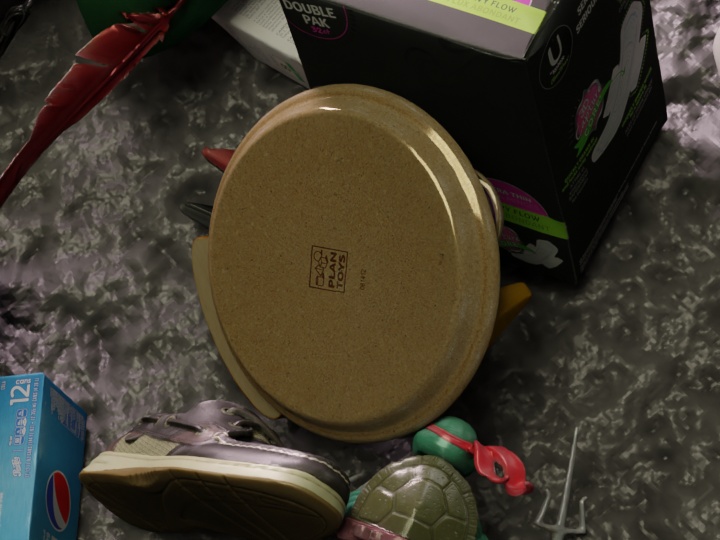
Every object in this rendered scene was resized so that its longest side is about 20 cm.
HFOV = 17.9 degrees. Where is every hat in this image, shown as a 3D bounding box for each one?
[{"bbox_3d":[-0.117,-0.132,1.338,0.200,0.166,0.176,-3,102,0],"label":"hat"}]

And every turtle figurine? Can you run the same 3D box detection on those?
[{"bbox_3d":[0.023,0.146,1.166,0.150,0.101,0.200,22,79,25],"label":"turtle figurine"}]

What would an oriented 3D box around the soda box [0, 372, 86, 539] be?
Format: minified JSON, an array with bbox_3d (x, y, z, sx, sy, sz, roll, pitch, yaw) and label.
[{"bbox_3d":[-0.198,0.161,1.245,0.068,0.064,0.200,-6,63,16],"label":"soda box"}]

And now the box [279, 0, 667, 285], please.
[{"bbox_3d":[0.064,-0.113,1.205,0.148,0.200,0.124,19,63,24],"label":"box"}]

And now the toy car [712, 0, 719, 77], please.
[{"bbox_3d":[0.261,-0.177,1.210,0.175,0.150,0.200,-15,62,10],"label":"toy car"}]

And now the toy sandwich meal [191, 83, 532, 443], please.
[{"bbox_3d":[0.000,0.000,1.195,0.205,0.070,0.206,4,97,36],"label":"toy sandwich meal"}]

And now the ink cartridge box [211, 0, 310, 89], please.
[{"bbox_3d":[-0.032,-0.205,1.390,0.161,0.050,0.200,-48,43,-8],"label":"ink cartridge box"}]

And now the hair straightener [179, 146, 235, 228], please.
[{"bbox_3d":[-0.023,0.007,1.286,0.200,0.041,0.077,31,104,22],"label":"hair straightener"}]

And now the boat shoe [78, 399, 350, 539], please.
[{"bbox_3d":[-0.074,0.099,1.197,0.200,0.073,0.065,-1,53,48],"label":"boat shoe"}]

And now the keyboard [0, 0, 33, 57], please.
[{"bbox_3d":[-0.261,-0.162,1.383,0.127,0.021,0.200,40,119,0],"label":"keyboard"}]
